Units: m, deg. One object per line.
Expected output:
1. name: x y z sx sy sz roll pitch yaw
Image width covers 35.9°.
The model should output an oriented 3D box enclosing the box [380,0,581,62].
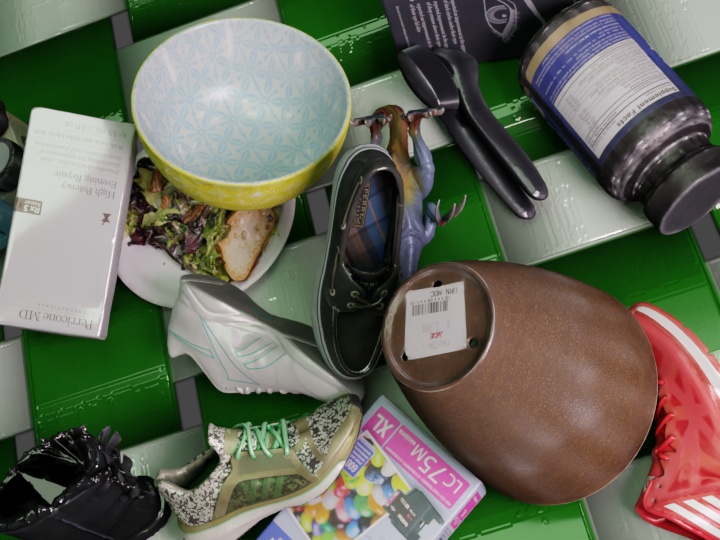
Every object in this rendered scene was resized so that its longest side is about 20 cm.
1. box: 0.120 -0.281 1.046 0.197 0.148 0.106 -5 66 11

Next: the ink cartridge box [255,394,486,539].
1. ink cartridge box: -0.002 0.219 0.932 0.119 0.042 0.200 38 83 25

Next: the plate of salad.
1. plate of salad: -0.161 -0.061 1.080 0.197 0.048 0.203 -5 68 12

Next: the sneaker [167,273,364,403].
1. sneaker: -0.087 0.079 1.002 0.198 0.070 0.081 28 104 15

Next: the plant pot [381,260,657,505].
1. plant pot: 0.104 0.068 0.849 0.185 0.199 0.190 -14 64 30

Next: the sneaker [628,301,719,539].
1. sneaker: 0.246 0.128 0.886 0.115 0.079 0.201 -34 63 -3

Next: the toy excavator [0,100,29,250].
1. toy excavator: -0.386 -0.044 1.114 0.199 0.100 0.196 -37 62 11

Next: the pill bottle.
1. pill bottle: 0.235 -0.133 0.976 0.111 0.112 0.201 -33 65 -2

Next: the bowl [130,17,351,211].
1. bowl: -0.108 -0.125 1.028 0.197 0.108 0.202 2 56 -2

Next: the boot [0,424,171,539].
1. boot: -0.258 0.218 0.926 0.197 0.163 0.074 -37 63 -3

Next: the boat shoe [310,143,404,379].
1. boat shoe: 0.000 0.000 0.908 0.068 0.057 0.203 -2 108 -17

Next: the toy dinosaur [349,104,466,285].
1. toy dinosaur: 0.053 -0.053 1.015 0.103 0.200 0.184 -6 104 14

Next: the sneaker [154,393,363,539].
1. sneaker: -0.088 0.156 0.927 0.199 0.089 0.077 -34 32 7

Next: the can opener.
1. can opener: 0.106 -0.130 1.039 0.078 0.064 0.201 -25 72 -27

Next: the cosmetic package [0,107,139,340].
1. cosmetic package: -0.273 -0.041 1.043 0.100 0.074 0.203 8 85 -7
